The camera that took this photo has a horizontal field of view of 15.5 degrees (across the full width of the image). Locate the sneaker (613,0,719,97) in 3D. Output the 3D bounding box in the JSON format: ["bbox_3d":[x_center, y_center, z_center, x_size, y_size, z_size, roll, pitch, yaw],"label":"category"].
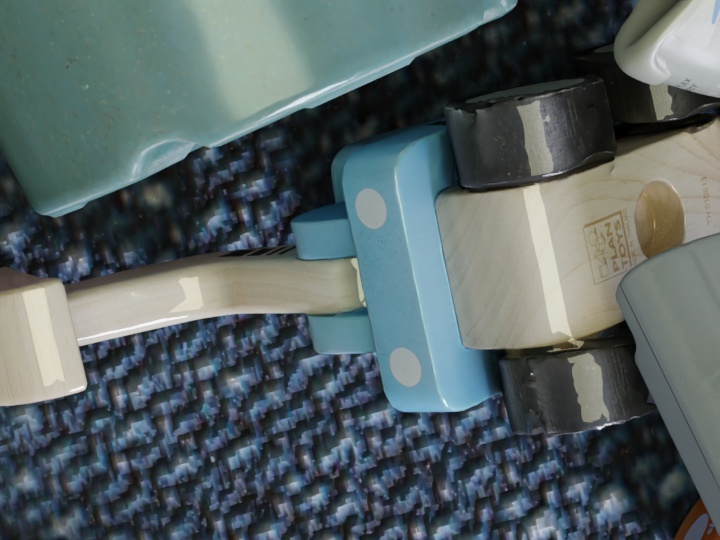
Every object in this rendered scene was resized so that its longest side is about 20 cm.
[{"bbox_3d":[0.105,-0.144,0.747,0.086,0.075,0.201,2,88,-18],"label":"sneaker"}]

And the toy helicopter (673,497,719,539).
[{"bbox_3d":[0.156,0.102,0.785,0.079,0.200,0.132,30,115,-8],"label":"toy helicopter"}]

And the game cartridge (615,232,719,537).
[{"bbox_3d":[0.186,0.034,0.749,0.199,0.042,0.133,-16,62,-21],"label":"game cartridge"}]

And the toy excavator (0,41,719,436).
[{"bbox_3d":[0.000,0.000,0.815,0.194,0.200,0.100,-22,102,-46],"label":"toy excavator"}]

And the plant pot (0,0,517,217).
[{"bbox_3d":[-0.061,-0.132,0.727,0.200,0.200,0.197,-24,96,0],"label":"plant pot"}]
